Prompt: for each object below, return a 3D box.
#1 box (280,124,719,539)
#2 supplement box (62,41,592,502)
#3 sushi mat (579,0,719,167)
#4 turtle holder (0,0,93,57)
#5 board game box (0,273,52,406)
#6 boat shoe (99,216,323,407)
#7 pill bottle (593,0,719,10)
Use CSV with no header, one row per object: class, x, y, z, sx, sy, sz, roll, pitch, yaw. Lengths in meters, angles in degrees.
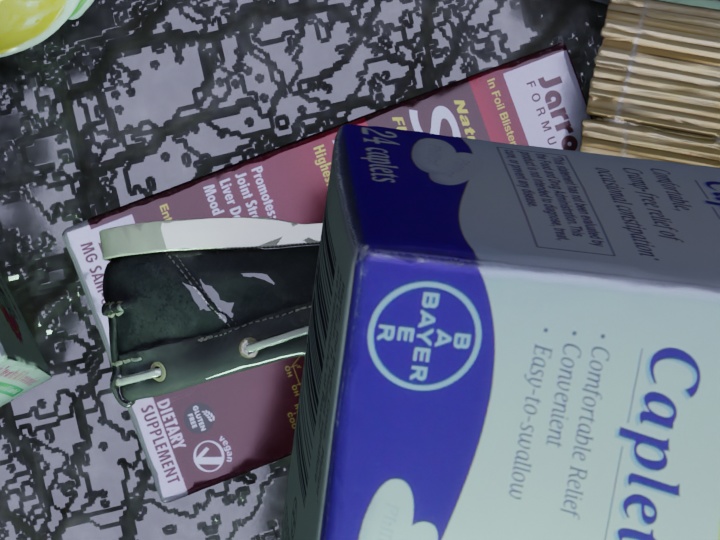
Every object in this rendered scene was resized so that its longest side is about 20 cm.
box,0.080,0.070,0.600,0.198,0.105,0.186,5,110,-7
supplement box,0.000,0.000,0.773,0.198,0.061,0.110,-21,92,-4
sushi mat,0.177,-0.039,0.727,0.198,0.012,0.097,10,79,7
turtle holder,-0.144,-0.133,0.696,0.141,0.131,0.186,49,64,-25
board game box,-0.211,0.055,0.698,0.199,0.148,0.065,-28,87,-6
boat shoe,0.009,0.015,0.707,0.198,0.072,0.068,-1,84,5
pill bottle,0.130,-0.199,0.750,0.113,0.114,0.202,8,91,-3
